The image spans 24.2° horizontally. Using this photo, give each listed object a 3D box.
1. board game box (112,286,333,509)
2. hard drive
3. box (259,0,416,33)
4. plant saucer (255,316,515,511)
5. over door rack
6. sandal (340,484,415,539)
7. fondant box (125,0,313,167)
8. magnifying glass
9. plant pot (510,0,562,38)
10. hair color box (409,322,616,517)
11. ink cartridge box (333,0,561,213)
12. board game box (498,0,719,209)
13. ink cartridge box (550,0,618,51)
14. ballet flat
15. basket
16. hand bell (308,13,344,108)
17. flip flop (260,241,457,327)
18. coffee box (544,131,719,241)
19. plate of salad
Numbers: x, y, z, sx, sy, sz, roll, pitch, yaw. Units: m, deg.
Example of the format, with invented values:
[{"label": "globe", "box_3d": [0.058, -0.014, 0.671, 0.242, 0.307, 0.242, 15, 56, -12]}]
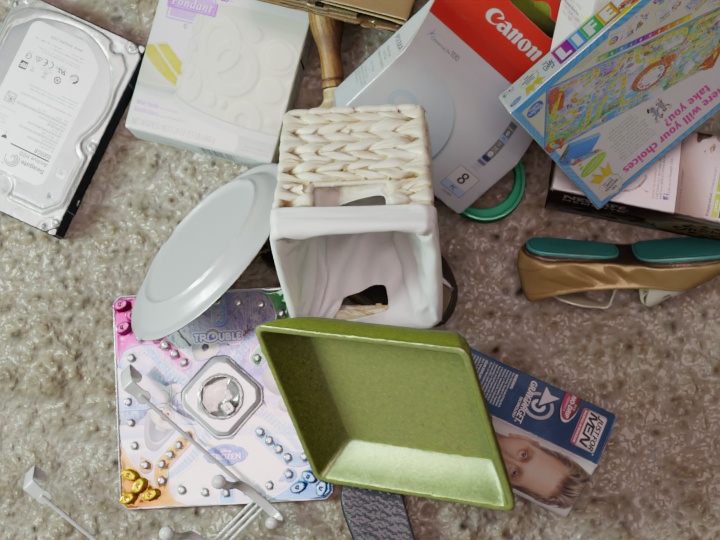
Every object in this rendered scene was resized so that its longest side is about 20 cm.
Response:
[{"label": "board game box", "box_3d": [-0.130, 0.117, 1.559, 0.200, 0.026, 0.200, -3, 84, 3]}, {"label": "hard drive", "box_3d": [-0.304, -0.148, 1.592, 0.140, 0.038, 0.200, 26, 87, 6]}, {"label": "box", "box_3d": [-0.017, -0.296, 1.536, 0.163, 0.021, 0.200, 14, 45, 4]}, {"label": "plant saucer", "box_3d": [0.030, 0.112, 1.440, 0.199, 0.200, 0.048, 5, 45, 27]}, {"label": "over door rack", "box_3d": [-0.190, 0.209, 1.506, 0.200, 0.067, 0.148, 45, 98, -5]}, {"label": "sandal", "box_3d": [0.030, 0.282, 1.529, 0.076, 0.043, 0.200, -8, 74, -4]}, {"label": "fondant box", "box_3d": [-0.124, -0.207, 1.577, 0.144, 0.058, 0.200, 14, 84, 5]}, {"label": "magnifying glass", "box_3d": [0.088, -0.138, 1.574, 0.080, 0.022, 0.200, -26, 81, -3]}, {"label": "plant pot", "box_3d": [0.222, -0.273, 1.517, 0.200, 0.187, 0.187, 30, 86, -10]}, {"label": "hair color box", "box_3d": [0.116, 0.134, 1.498, 0.200, 0.100, 0.061, 24, 53, 6]}, {"label": "ink cartridge box", "box_3d": [0.100, -0.163, 1.466, 0.200, 0.047, 0.160, -41, 120, 22]}, {"label": "board game box", "box_3d": [0.233, -0.161, 1.393, 0.200, 0.034, 0.134, -40, 122, 10]}, {"label": "ink cartridge box", "box_3d": [0.235, -0.223, 1.417, 0.116, 0.067, 0.200, 0, 120, -16]}, {"label": "ballet flat", "box_3d": [0.244, 0.003, 1.539, 0.200, 0.069, 0.063, 2, 112, 6]}, {"label": "basket", "box_3d": [-0.001, -0.042, 1.418, 0.135, 0.200, 0.124, -3, 63, 3]}, {"label": "hand bell", "box_3d": [-0.024, -0.178, 1.534, 0.104, 0.104, 0.200, -5, 89, 3]}, {"label": "flip flop", "box_3d": [0.000, 0.000, 1.551, 0.200, 0.058, 0.081, 16, 73, 21]}, {"label": "coffee box", "box_3d": [0.271, -0.082, 1.512, 0.200, 0.113, 0.080, 11, 85, 4]}, {"label": "plate of salad", "box_3d": [-0.130, -0.012, 1.503, 0.048, 0.200, 0.200, 43, 88, -24]}]
